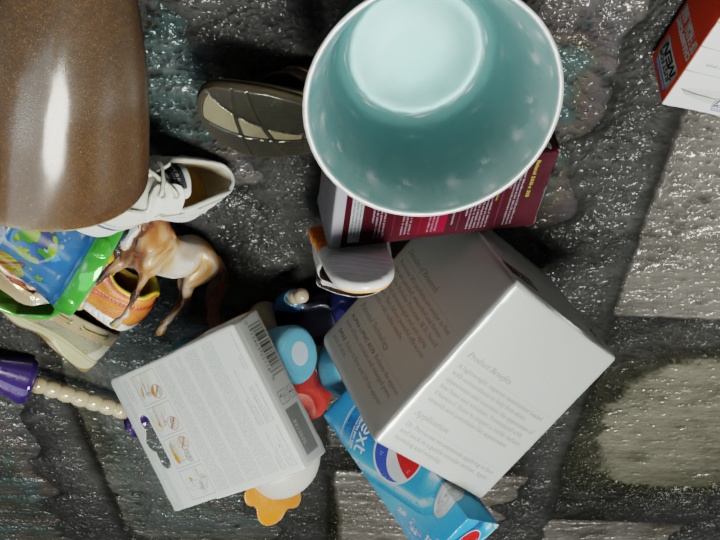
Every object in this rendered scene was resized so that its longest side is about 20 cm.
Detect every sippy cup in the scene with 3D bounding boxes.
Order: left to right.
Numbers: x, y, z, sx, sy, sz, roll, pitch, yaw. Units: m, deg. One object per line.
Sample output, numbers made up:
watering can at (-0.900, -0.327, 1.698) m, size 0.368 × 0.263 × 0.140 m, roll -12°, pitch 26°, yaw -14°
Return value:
sippy cup at (-0.298, -0.047, 1.052) m, size 0.130 × 0.179 × 0.139 m, roll 29°, pitch 165°, yaw -17°

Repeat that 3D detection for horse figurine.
horse figurine at (-0.194, 0.004, 1.130) m, size 0.133 × 0.050 × 0.199 m, roll -54°, pitch 146°, yaw 11°

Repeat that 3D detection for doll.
doll at (-0.030, 0.045, 1.218) m, size 0.198 × 0.049 × 0.137 m, roll -10°, pitch 152°, yaw 16°

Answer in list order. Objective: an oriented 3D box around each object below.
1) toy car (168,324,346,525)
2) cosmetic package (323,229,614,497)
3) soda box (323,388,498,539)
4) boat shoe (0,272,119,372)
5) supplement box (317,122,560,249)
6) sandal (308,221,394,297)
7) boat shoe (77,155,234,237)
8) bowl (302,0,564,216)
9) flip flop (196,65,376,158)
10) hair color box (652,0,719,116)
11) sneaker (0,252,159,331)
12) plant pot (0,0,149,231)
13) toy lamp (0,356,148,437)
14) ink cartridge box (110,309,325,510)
toy car at (-0.102, 0.173, 1.216) m, size 0.183 × 0.202 × 0.176 m, roll -9°, pitch 163°, yaw 40°
cosmetic package at (0.102, 0.076, 1.099) m, size 0.164 × 0.165 × 0.200 m, roll 34°, pitch 104°, yaw -36°
soda box at (0.049, 0.200, 1.134) m, size 0.064 × 0.200 × 0.068 m, roll -49°, pitch 143°, yaw 12°
boat shoe at (-0.342, 0.032, 1.212) m, size 0.065 × 0.072 × 0.200 m, roll -42°, pitch 129°, yaw -1°
supplement box at (0.066, -0.083, 0.995) m, size 0.198 × 0.061 × 0.109 m, roll -6°, pitch 146°, yaw -12°
sandal at (-0.008, 0.001, 1.040) m, size 0.078 × 0.207 × 0.060 m, roll -2°, pitch 108°, yaw -2°
boat shoe at (-0.183, -0.074, 0.989) m, size 0.069 × 0.072 × 0.199 m, roll -22°, pitch 171°, yaw 29°
bowl at (0.050, -0.153, 0.878) m, size 0.198 × 0.105 × 0.203 m, roll -4°, pitch 126°, yaw -5°
flip flop at (-0.044, -0.146, 0.966) m, size 0.198 × 0.058 × 0.081 m, roll -6°, pitch 147°, yaw -16°
hair color box at (0.320, -0.205, 0.856) m, size 0.110 × 0.064 × 0.201 m, roll 10°, pitch 141°, yaw -12°
sneaker at (-0.299, -0.009, 1.161) m, size 0.199 × 0.073 × 0.077 m, roll 26°, pitch 115°, yaw -34°
plant pot at (-0.239, -0.167, 0.859) m, size 0.185 × 0.188 × 0.201 m, roll 11°, pitch 129°, yaw -12°
toy lamp at (-0.357, 0.153, 1.374) m, size 0.199 × 0.059 × 0.058 m, roll 25°, pitch 138°, yaw -27°
ink cartridge box at (-0.148, 0.149, 1.149) m, size 0.199 × 0.050 × 0.163 m, roll -24°, pitch 94°, yaw 38°
